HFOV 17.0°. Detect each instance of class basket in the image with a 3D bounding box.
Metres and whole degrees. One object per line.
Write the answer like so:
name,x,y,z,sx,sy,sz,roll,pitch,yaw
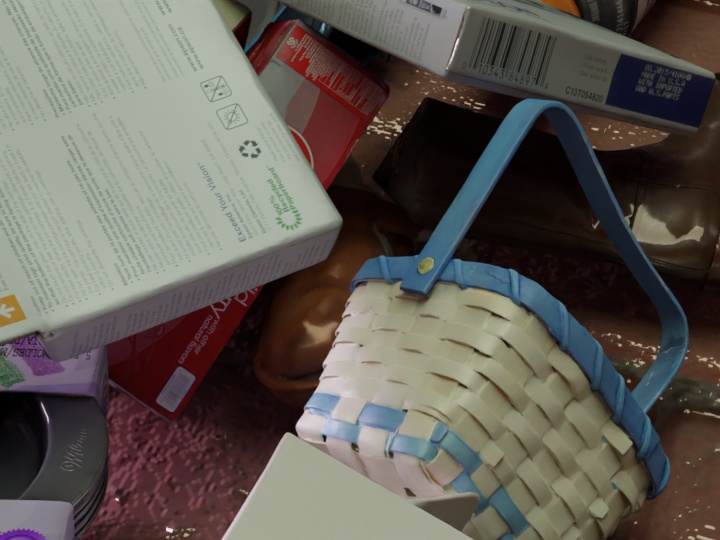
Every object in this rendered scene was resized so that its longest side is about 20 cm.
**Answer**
basket,0.071,0.043,1.123,0.139,0.177,0.200,12,54,48

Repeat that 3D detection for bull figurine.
bull figurine,0.000,0.000,1.254,0.121,0.065,0.201,5,44,3

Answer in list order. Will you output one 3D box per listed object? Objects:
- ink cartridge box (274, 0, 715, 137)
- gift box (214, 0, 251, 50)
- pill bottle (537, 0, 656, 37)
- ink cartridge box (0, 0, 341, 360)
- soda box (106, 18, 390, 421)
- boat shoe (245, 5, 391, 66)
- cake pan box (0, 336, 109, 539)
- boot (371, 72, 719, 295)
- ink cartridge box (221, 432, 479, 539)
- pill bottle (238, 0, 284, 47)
ink cartridge box,0.048,-0.128,1.224,0.199,0.041,0.200,8,14,-46
gift box,-0.190,-0.073,1.254,0.186,0.200,0.185,33,47,10
pill bottle,0.129,-0.186,1.410,0.106,0.107,0.200,20,44,20
ink cartridge box,-0.140,-0.060,1.102,0.199,0.041,0.200,-19,65,-25
soda box,-0.069,-0.027,1.200,0.063,0.070,0.200,35,85,-14
boat shoe,-0.001,-0.140,1.396,0.068,0.084,0.200,9,56,37
cake pan box,-0.212,0.094,1.080,0.199,0.053,0.185,3,35,1
boot,0.109,-0.068,1.289,0.199,0.064,0.187,11,34,-4
ink cartridge box,-0.025,0.180,1.001,0.125,0.129,0.200,30,48,2
pill bottle,-0.148,-0.180,1.407,0.199,0.114,0.113,20,47,20
